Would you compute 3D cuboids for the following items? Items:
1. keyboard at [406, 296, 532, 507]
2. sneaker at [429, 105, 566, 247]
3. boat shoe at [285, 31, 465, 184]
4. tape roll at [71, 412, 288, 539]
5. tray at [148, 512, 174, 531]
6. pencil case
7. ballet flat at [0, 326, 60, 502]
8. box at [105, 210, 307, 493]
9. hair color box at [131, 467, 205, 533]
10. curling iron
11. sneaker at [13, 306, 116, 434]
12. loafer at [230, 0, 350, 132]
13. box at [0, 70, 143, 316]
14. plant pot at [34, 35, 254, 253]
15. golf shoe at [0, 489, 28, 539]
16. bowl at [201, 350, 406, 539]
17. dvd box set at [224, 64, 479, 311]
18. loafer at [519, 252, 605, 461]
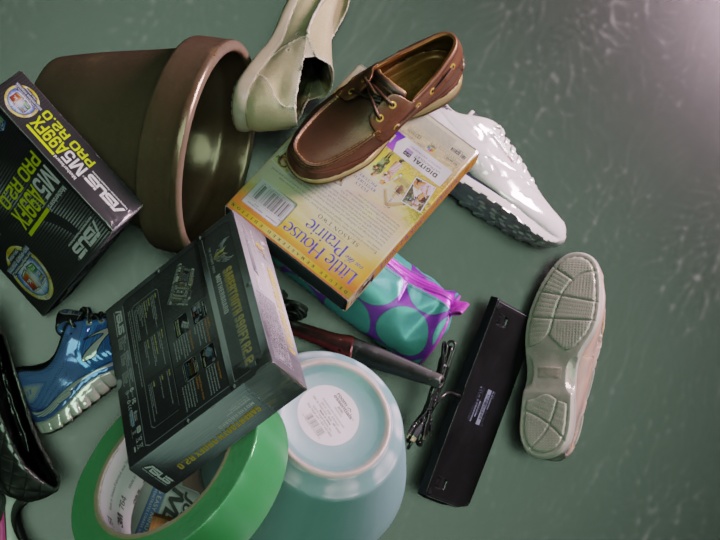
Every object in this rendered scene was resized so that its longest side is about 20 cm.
[{"bbox_3d":[0.097,0.121,1.555,0.127,0.020,0.202,27,81,-47],"label":"keyboard"},{"bbox_3d":[0.125,-0.099,1.578,0.199,0.076,0.081,38,75,-4],"label":"sneaker"},{"bbox_3d":[0.013,-0.154,1.484,0.199,0.068,0.072,-36,72,-20],"label":"boat shoe"},{"bbox_3d":[-0.155,0.177,1.398,0.200,0.200,0.048,-45,126,-6],"label":"tape roll"},{"bbox_3d":[-0.200,0.331,1.470,0.037,0.099,0.202,15,109,-4],"label":"tray"},{"bbox_3d":[0.000,0.000,1.548,0.199,0.085,0.093,38,128,-3],"label":"pencil case"},{"bbox_3d":[-0.319,0.113,1.486,0.056,0.066,0.202,-11,102,23],"label":"ballet flat"},{"bbox_3d":[-0.136,0.066,1.390,0.158,0.201,0.048,-37,130,15],"label":"box"},{"bbox_3d":[-0.134,0.232,1.536,0.198,0.064,0.112,22,84,-6],"label":"hair color box"},{"bbox_3d":[-0.012,0.069,1.533,0.199,0.050,0.026,25,68,21],"label":"curling iron"},{"bbox_3d":[-0.239,0.062,1.527,0.199,0.079,0.089,-38,94,-6],"label":"sneaker"},{"bbox_3d":[-0.052,-0.197,1.532,0.068,0.076,0.201,20,58,14],"label":"loafer"},{"bbox_3d":[-0.294,-0.064,1.470,0.160,0.200,0.044,49,53,-2],"label":"box"},{"bbox_3d":[-0.206,-0.127,1.499,0.173,0.200,0.202,13,86,13],"label":"plant pot"},{"bbox_3d":[-0.319,0.300,1.509,0.091,0.073,0.202,-15,88,-8],"label":"golf shoe"},{"bbox_3d":[-0.039,0.155,1.489,0.199,0.105,0.202,8,61,-14],"label":"bowl"},{"bbox_3d":[-0.007,-0.078,1.501,0.146,0.029,0.200,36,67,12],"label":"dvd box set"},{"bbox_3d":[0.198,0.085,1.587,0.071,0.063,0.202,8,82,28],"label":"loafer"}]
